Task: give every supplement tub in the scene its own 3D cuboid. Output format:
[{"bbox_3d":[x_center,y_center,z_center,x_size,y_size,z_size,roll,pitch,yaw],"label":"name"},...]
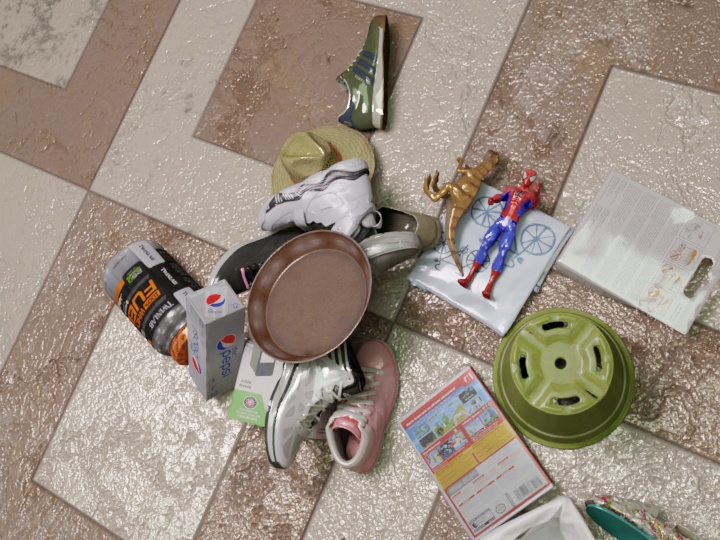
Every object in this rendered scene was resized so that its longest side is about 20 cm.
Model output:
[{"bbox_3d":[-0.323,0.055,1.138,0.200,0.122,0.123,41,91,21],"label":"supplement tub"}]

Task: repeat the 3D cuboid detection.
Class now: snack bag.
[{"bbox_3d":[0.195,-0.022,1.054,0.187,0.021,0.201,30,86,22],"label":"snack bag"}]

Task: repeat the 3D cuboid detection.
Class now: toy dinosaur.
[{"bbox_3d":[0.147,-0.108,1.048,0.105,0.060,0.202,24,84,20],"label":"toy dinosaur"}]

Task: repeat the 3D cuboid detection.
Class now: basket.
[{"bbox_3d":[0.258,0.405,0.876,0.135,0.123,0.202,-29,70,8],"label":"basket"}]

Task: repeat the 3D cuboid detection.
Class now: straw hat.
[{"bbox_3d":[-0.083,-0.179,1.119,0.199,0.085,0.204,-11,62,20],"label":"straw hat"}]

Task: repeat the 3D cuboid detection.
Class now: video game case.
[{"bbox_3d":[0.161,0.260,0.987,0.143,0.017,0.201,-40,69,14],"label":"video game case"}]

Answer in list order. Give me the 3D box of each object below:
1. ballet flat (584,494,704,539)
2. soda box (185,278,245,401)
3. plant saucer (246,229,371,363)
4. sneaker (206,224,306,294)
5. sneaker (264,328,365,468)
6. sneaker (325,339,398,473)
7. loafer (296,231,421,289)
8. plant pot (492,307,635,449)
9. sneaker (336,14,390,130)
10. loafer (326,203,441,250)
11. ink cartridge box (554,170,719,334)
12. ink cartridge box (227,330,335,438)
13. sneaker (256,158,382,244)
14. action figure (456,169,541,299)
[{"bbox_3d":[0.388,0.345,0.891,0.199,0.076,0.064,35,57,17],"label":"ballet flat"},{"bbox_3d":[-0.222,0.110,1.052,0.068,0.201,0.064,-25,56,-30],"label":"soda box"},{"bbox_3d":[-0.069,0.039,0.969,0.198,0.035,0.203,-13,58,21],"label":"plant saucer"},{"bbox_3d":[-0.140,-0.007,1.071,0.199,0.071,0.099,-34,39,-32],"label":"sneaker"},{"bbox_3d":[-0.059,0.181,0.958,0.114,0.076,0.203,7,76,23],"label":"sneaker"},{"bbox_3d":[0.003,0.197,1.015,0.074,0.105,0.203,6,78,21],"label":"sneaker"},{"bbox_3d":[0.000,0.000,1.019,0.198,0.070,0.071,-21,61,14],"label":"loafer"},{"bbox_3d":[0.265,0.133,0.905,0.197,0.190,0.203,-4,76,16],"label":"plant pot"},{"bbox_3d":[0.001,-0.334,1.162,0.089,0.067,0.203,0,80,11],"label":"sneaker"},{"bbox_3d":[0.028,-0.071,1.083,0.198,0.068,0.077,0,76,26],"label":"loafer"},{"bbox_3d":[0.405,-0.025,0.981,0.199,0.050,0.162,32,87,17],"label":"ink cartridge box"},{"bbox_3d":[-0.105,0.145,1.070,0.144,0.084,0.203,8,79,18],"label":"ink cartridge box"},{"bbox_3d":[-0.061,-0.079,1.044,0.198,0.075,0.116,-25,78,16],"label":"sneaker"},{"bbox_3d":[0.207,-0.067,1.001,0.065,0.099,0.202,25,82,20],"label":"action figure"}]
